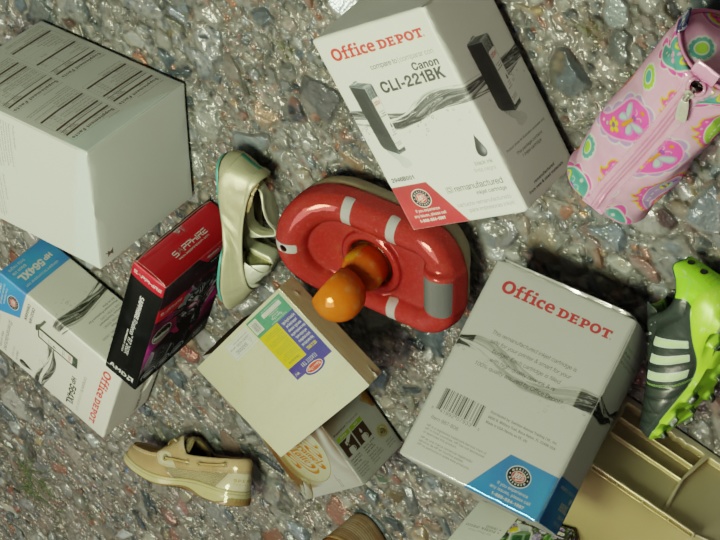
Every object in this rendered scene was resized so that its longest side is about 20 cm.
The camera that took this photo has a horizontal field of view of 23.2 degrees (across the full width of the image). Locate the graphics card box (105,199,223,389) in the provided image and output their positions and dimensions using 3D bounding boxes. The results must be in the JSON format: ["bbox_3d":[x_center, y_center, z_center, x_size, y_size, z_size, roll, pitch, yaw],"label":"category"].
[{"bbox_3d":[-0.205,0.028,1.893,0.051,0.125,0.200,38,140,10],"label":"graphics card box"}]

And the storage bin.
[{"bbox_3d":[0.247,0.233,1.673,0.198,0.094,0.200,34,140,16],"label":"storage bin"}]

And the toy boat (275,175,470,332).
[{"bbox_3d":[0.000,0.000,1.670,0.200,0.131,0.131,23,136,27],"label":"toy boat"}]

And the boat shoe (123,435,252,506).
[{"bbox_3d":[-0.205,0.232,2.130,0.200,0.071,0.065,13,96,36],"label":"boat shoe"}]

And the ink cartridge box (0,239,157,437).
[{"bbox_3d":[-0.342,0.081,2.102,0.200,0.084,0.146,39,141,12],"label":"ink cartridge box"}]

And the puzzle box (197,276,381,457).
[{"bbox_3d":[-0.075,0.102,1.788,0.133,0.025,0.200,47,140,-1],"label":"puzzle box"}]

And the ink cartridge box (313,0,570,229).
[{"bbox_3d":[0.071,-0.147,1.513,0.144,0.084,0.200,-9,116,48],"label":"ink cartridge box"}]

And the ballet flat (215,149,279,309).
[{"bbox_3d":[-0.114,-0.033,1.808,0.069,0.069,0.200,25,137,26],"label":"ballet flat"}]

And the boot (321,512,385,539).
[{"bbox_3d":[0.000,0.396,1.996,0.200,0.155,0.074,52,142,-6],"label":"boot"}]

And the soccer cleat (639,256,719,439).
[{"bbox_3d":[0.279,0.069,1.532,0.081,0.067,0.200,48,145,28],"label":"soccer cleat"}]

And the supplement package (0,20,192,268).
[{"bbox_3d":[-0.301,-0.133,1.821,0.200,0.151,0.152,25,137,26],"label":"supplement package"}]

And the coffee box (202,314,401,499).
[{"bbox_3d":[-0.063,0.139,1.891,0.114,0.080,0.200,-21,107,49],"label":"coffee box"}]

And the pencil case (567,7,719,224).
[{"bbox_3d":[0.239,-0.119,1.380,0.087,0.087,0.200,43,143,5],"label":"pencil case"}]

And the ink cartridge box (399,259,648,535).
[{"bbox_3d":[0.150,0.112,1.568,0.144,0.200,0.084,25,173,25],"label":"ink cartridge box"}]

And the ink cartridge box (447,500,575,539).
[{"bbox_3d":[0.107,0.306,1.630,0.109,0.200,0.050,13,131,36],"label":"ink cartridge box"}]
